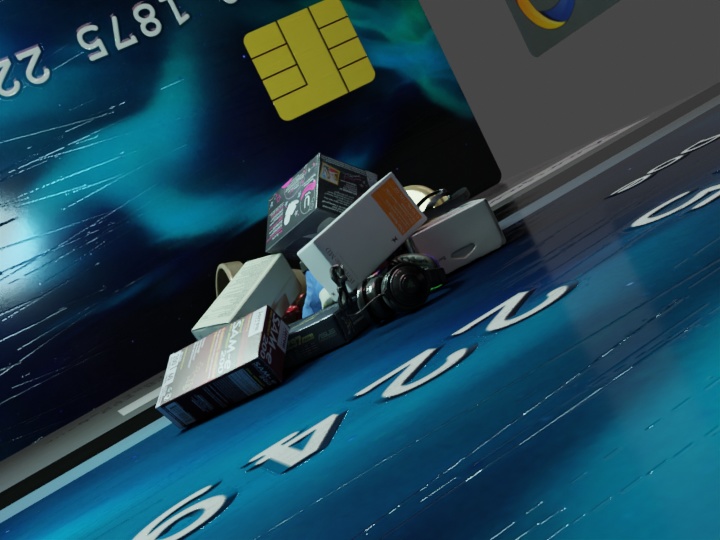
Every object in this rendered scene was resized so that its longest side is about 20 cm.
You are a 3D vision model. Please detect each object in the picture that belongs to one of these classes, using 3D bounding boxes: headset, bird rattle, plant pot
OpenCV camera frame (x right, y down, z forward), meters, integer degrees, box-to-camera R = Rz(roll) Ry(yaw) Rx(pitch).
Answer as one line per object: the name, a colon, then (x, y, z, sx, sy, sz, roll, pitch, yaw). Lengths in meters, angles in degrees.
headset: (0.038, 0.021, 1.269, 0.198, 0.096, 0.123, -14, -8, -46)
bird rattle: (-0.077, 0.035, 1.697, 0.198, 0.114, 0.163, -26, -13, -32)
plant pot: (-0.188, 0.069, 1.810, 0.171, 0.205, 0.200, -13, -3, -21)

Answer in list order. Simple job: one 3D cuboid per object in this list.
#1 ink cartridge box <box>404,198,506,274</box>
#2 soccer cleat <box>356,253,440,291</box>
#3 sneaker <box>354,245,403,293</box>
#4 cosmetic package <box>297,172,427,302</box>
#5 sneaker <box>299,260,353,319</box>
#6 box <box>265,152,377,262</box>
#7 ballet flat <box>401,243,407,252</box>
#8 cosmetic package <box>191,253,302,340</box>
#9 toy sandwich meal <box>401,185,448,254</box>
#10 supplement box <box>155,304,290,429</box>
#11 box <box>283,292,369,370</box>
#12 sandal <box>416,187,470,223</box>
ink cartridge box: (0.156, -0.053, 1.525, 0.143, 0.089, 0.200, -27, 5, 1)
soccer cleat: (0.072, 0.011, 1.437, 0.072, 0.069, 0.199, -24, -3, -38)
sneaker: (0.000, 0.000, 1.610, 0.201, 0.080, 0.075, -50, 33, 3)
cosmetic package: (0.005, -0.055, 1.426, 0.200, 0.102, 0.071, -44, 6, -30)
sneaker: (-0.065, 0.028, 1.527, 0.075, 0.113, 0.200, -9, -21, -16)
box: (-0.071, -0.101, 1.607, 0.130, 0.117, 0.199, 17, -28, -28)
ballet flat: (0.035, -0.061, 1.672, 0.197, 0.068, 0.057, -13, -20, 30)
cosmetic package: (-0.200, 0.069, 1.598, 0.102, 0.088, 0.201, -11, 30, 38)
toy sandwich meal: (0.107, -0.070, 1.703, 0.203, 0.209, 0.070, -26, -27, 30)
supplement box: (-0.201, 0.142, 1.301, 0.198, 0.061, 0.110, -27, 34, 23)
box: (-0.075, 0.100, 1.382, 0.198, 0.052, 0.157, -27, 4, 28)
sandal: (0.122, -0.112, 1.570, 0.198, 0.043, 0.076, -28, 2, -36)
